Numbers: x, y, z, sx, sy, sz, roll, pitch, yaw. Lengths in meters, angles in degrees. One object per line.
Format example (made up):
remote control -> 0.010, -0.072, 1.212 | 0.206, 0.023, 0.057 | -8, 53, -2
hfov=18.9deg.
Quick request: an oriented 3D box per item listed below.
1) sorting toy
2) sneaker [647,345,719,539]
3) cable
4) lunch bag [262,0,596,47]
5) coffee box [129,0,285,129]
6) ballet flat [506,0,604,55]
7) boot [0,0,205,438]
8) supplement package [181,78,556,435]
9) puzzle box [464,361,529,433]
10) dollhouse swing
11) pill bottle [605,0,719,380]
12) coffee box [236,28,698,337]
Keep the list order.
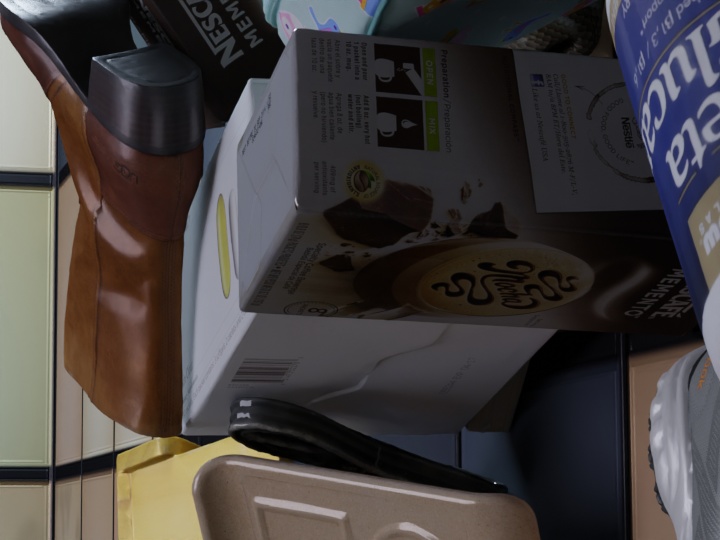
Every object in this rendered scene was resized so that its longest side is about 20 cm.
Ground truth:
sorting toy -> 0.016, 0.182, 1.069 | 0.199, 0.036, 0.186 | 2, 112, 38
sneaker -> 0.151, 0.107, 0.772 | 0.079, 0.074, 0.201 | 126, 143, -55
cable -> 0.007, 0.112, 1.121 | 0.200, 0.097, 0.051 | 30, -111, -59
lunch bag -> 0.054, -0.145, 0.904 | 0.077, 0.199, 0.160 | 60, 158, 9
coffee box -> -0.027, -0.177, 1.151 | 0.115, 0.200, 0.080 | 55, 168, -10
ballet flat -> 0.063, -0.119, 1.080 | 0.046, 0.067, 0.200 | 55, 159, -18
boot -> -0.136, -0.038, 1.127 | 0.188, 0.068, 0.201 | 34, 130, 42
supplement package -> 0.000, 0.000, 1.072 | 0.200, 0.155, 0.111 | 124, 144, -62
puzzle box -> 0.073, -0.031, 1.149 | 0.133, 0.025, 0.201 | -110, 27, -51
dollhouse swing -> -0.091, 0.235, 1.698 | 0.182, 0.175, 0.201 | 34, -133, -58
pill bottle -> 0.144, -0.022, 0.626 | 0.111, 0.111, 0.201 | 111, 155, -49
coffee box -> 0.058, -0.031, 0.878 | 0.113, 0.199, 0.080 | 124, 147, -65
